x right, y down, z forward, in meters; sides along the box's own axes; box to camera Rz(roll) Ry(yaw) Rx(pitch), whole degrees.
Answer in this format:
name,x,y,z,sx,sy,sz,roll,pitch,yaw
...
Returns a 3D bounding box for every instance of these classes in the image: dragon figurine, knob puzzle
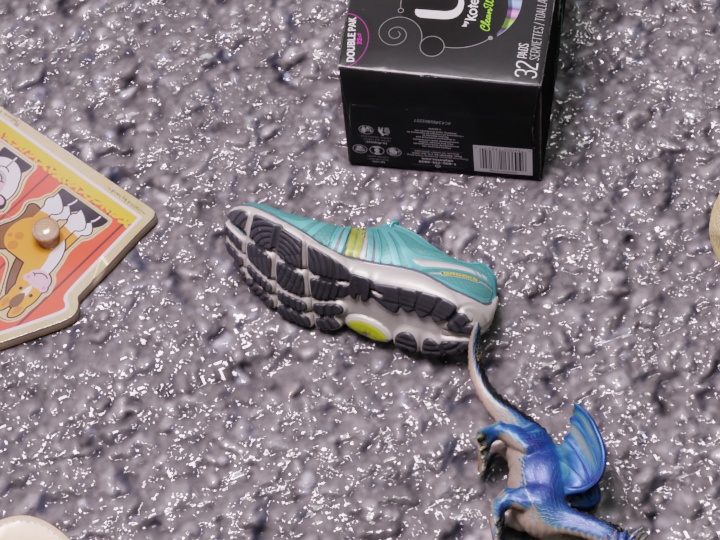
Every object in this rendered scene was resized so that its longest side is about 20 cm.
name,x,y,z,sx,sy,sz,roll,pitch,yaw
dragon figurine,0.128,0.127,1.514,0.099,0.059,0.200,-10,58,-2
knob puzzle,-0.277,-0.022,1.655,0.220,0.030,0.220,-2,58,3

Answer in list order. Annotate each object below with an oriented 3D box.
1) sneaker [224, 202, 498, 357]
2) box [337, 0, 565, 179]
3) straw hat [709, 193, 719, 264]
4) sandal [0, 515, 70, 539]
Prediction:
name,x,y,z,sx,sy,sz,roll,pitch,yaw
sneaker,0.000,0.000,1.610,0.200,0.078,0.080,21,42,11
box,0.072,-0.185,1.678,0.148,0.124,0.200,5,60,7
straw hat,0.287,-0.027,1.581,0.085,0.201,0.201,-13,45,47
sandal,-0.202,0.233,1.465,0.078,0.070,0.212,-13,58,-4
